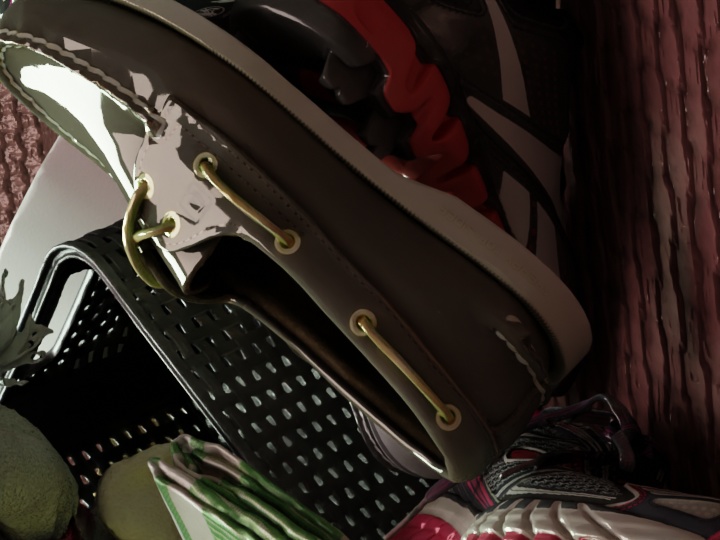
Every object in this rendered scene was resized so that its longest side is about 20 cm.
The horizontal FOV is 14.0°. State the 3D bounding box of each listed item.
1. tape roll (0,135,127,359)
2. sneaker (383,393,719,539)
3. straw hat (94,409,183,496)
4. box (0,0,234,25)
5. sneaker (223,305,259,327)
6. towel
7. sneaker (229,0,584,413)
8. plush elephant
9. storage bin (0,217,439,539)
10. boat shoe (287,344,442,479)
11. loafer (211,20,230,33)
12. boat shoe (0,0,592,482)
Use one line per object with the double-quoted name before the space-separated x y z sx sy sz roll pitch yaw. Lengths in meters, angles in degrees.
"tape roll" -0.097 -0.025 1.332 0.203 0.071 0.202 -61 -5 -10
"sneaker" 0.066 0.072 0.846 0.081 0.075 0.200 41 166 -16
"straw hat" -0.021 0.128 1.269 0.085 0.201 0.201 -29 63 35
"box" -0.048 -0.197 0.947 0.148 0.124 0.200 -27 70 50
"sneaker" -0.015 -0.016 1.149 0.075 0.090 0.200 -118 21 -62
"towel" 0.025 0.139 0.908 0.200 0.023 0.153 29 153 36
"sneaker" 0.035 -0.039 0.907 0.071 0.098 0.201 19 151 40
"plush elephant" -0.125 0.114 1.019 0.155 0.200 0.165 39 143 -3
"storage bin" -0.037 0.080 1.084 0.200 0.094 0.135 52 141 20
"boat shoe" 0.000 0.000 1.028 0.066 0.070 0.200 -37 44 28
"loafer" -0.070 -0.078 1.026 0.068 0.076 0.200 -44 61 46
"boat shoe" -0.031 -0.016 0.843 0.202 0.060 0.072 34 159 11
